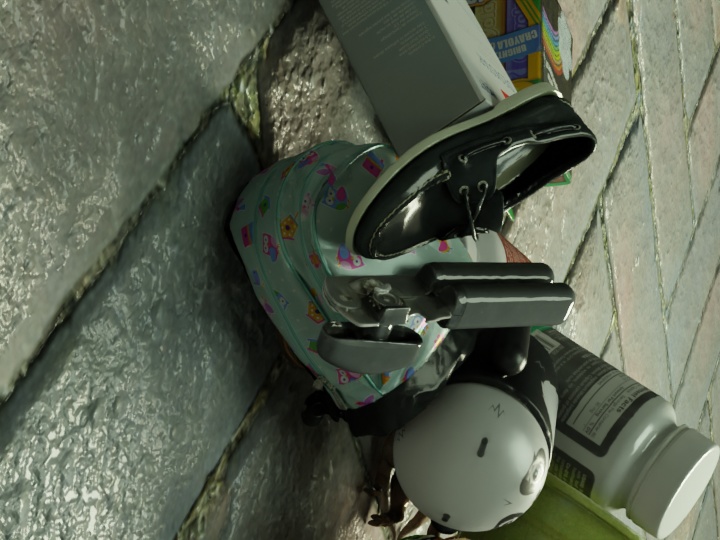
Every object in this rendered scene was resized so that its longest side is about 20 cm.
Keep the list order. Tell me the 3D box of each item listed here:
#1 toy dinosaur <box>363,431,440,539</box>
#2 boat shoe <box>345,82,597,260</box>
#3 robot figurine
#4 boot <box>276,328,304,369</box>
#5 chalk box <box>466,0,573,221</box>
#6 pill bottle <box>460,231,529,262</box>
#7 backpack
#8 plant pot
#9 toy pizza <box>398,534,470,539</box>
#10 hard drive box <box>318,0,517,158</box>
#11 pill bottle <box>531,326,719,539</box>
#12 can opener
[{"bbox_3d":[0.062,0.172,1.252,0.136,0.085,0.201,-67,156,-43],"label":"toy dinosaur"},{"bbox_3d":[0.081,-0.056,0.901,0.199,0.066,0.075,-30,146,-29],"label":"boat shoe"},{"bbox_3d":[0.095,0.116,1.052,0.200,0.124,0.151,-65,134,-63],"label":"robot figurine"},{"bbox_3d":[-0.001,0.058,1.095,0.200,0.075,0.074,33,71,-59],"label":"boot"},{"bbox_3d":[0.116,-0.144,1.185,0.125,0.123,0.202,49,41,-58],"label":"chalk box"},{"bbox_3d":[0.089,0.009,1.207,0.200,0.111,0.113,32,67,-62],"label":"pill bottle"},{"bbox_3d":[0.000,0.000,0.976,0.201,0.126,0.167,56,48,-19],"label":"backpack"},{"bbox_3d":[0.147,0.289,1.188,0.185,0.200,0.200,-55,148,-9],"label":"plant pot"},{"bbox_3d":[0.011,0.250,1.072,0.200,0.199,0.032,22,43,-63],"label":"toy pizza"},{"bbox_3d":[0.048,-0.165,1.015,0.156,0.076,0.201,20,41,-63],"label":"hard drive box"},{"bbox_3d":[0.203,0.139,1.171,0.113,0.199,0.114,-38,148,-30],"label":"pill bottle"},{"bbox_3d":[0.056,0.031,0.919,0.199,0.053,0.067,0,123,-35],"label":"can opener"}]
